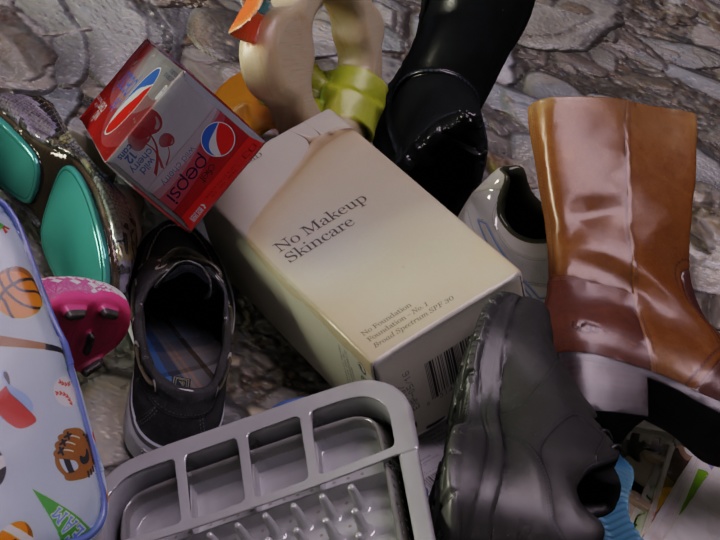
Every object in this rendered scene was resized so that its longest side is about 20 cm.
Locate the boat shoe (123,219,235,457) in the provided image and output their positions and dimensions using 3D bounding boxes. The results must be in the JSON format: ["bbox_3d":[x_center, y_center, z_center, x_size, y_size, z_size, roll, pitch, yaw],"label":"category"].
[{"bbox_3d":[-0.100,0.024,1.062,0.069,0.067,0.201,13,35,-9],"label":"boat shoe"}]

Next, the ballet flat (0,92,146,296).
[{"bbox_3d":[-0.165,-0.045,1.120,0.072,0.072,0.200,-9,39,-34],"label":"ballet flat"}]

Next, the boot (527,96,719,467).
[{"bbox_3d":[0.182,0.005,1.079,0.187,0.069,0.201,7,63,-11],"label":"boot"}]

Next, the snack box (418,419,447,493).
[{"bbox_3d":[0.078,0.084,1.101,0.072,0.024,0.199,37,39,26],"label":"snack box"}]

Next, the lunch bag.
[{"bbox_3d":[-0.215,0.060,0.886,0.159,0.076,0.201,-15,76,-31],"label":"lunch bag"}]

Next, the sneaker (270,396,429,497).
[{"bbox_3d":[-0.006,0.138,0.943,0.088,0.076,0.200,-13,45,-37],"label":"sneaker"}]

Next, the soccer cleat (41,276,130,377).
[{"bbox_3d":[-0.218,0.026,0.994,0.199,0.070,0.086,-14,50,-34],"label":"soccer cleat"}]

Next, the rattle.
[{"bbox_3d":[-0.074,-0.141,1.177,0.142,0.131,0.200,20,7,28],"label":"rattle"}]

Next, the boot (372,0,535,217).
[{"bbox_3d":[0.059,-0.114,1.219,0.073,0.199,0.163,24,24,-11],"label":"boot"}]

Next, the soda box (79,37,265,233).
[{"bbox_3d":[-0.114,-0.082,1.117,0.063,0.070,0.200,40,1,-16],"label":"soda box"}]

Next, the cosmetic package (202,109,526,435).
[{"bbox_3d":[0.000,0.000,1.086,0.103,0.073,0.200,-31,45,-17],"label":"cosmetic package"}]

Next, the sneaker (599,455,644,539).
[{"bbox_3d":[0.105,0.148,0.982,0.076,0.081,0.200,11,25,-9],"label":"sneaker"}]

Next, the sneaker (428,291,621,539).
[{"bbox_3d":[0.085,0.085,0.941,0.090,0.076,0.201,13,36,2],"label":"sneaker"}]

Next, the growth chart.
[{"bbox_3d":[0.220,0.141,1.098,0.144,0.018,0.200,32,37,19],"label":"growth chart"}]

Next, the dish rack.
[{"bbox_3d":[-0.041,0.153,0.873,0.171,0.044,0.201,-19,42,8],"label":"dish rack"}]

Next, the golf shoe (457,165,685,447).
[{"bbox_3d":[0.130,0.019,1.109,0.200,0.098,0.078,38,36,21],"label":"golf shoe"}]
